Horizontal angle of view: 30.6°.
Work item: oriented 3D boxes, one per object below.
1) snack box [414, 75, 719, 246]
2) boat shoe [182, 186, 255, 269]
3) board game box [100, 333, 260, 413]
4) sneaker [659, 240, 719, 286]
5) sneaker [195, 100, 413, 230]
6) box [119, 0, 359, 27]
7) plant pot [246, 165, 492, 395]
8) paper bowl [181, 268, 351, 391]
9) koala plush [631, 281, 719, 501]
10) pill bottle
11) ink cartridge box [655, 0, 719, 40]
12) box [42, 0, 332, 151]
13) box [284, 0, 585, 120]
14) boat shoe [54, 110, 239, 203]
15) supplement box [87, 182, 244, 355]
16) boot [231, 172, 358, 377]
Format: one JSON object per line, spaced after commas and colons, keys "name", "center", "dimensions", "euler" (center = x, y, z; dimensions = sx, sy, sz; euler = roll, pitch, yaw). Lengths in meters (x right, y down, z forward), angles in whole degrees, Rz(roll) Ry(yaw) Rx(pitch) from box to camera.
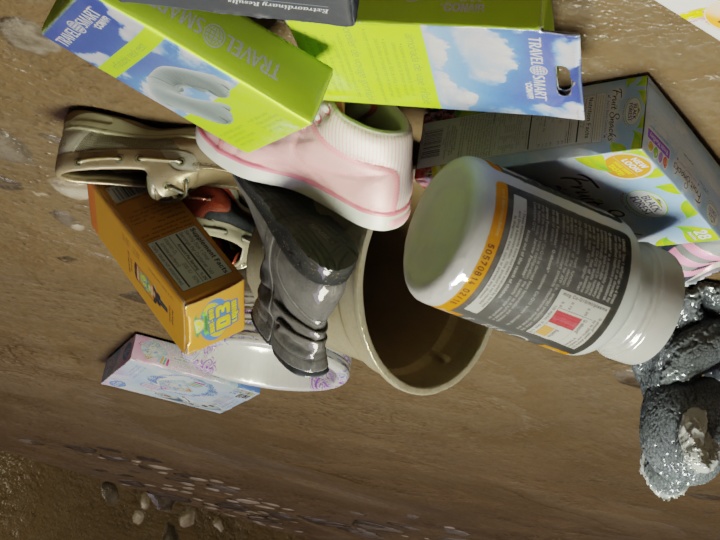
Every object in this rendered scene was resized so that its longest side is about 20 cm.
{"name": "snack box", "center": [0.170, -0.076, 1.059], "dimensions": [0.198, 0.069, 0.168], "euler": [-7, 154, 35]}
{"name": "boat shoe", "center": [-0.133, -0.035, 1.323], "dimensions": [0.070, 0.064, 0.200], "euler": [1, 161, 16]}
{"name": "board game box", "center": [-0.268, 0.157, 1.955], "dimensions": [0.196, 0.044, 0.200], "euler": [16, 160, -20]}
{"name": "sneaker", "center": [0.290, -0.037, 1.138], "dimensions": [0.082, 0.071, 0.199], "euler": [39, 146, -25]}
{"name": "sneaker", "center": [-0.042, -0.117, 1.054], "dimensions": [0.198, 0.075, 0.106], "euler": [25, 130, 19]}
{"name": "box", "center": [-0.071, -0.227, 0.685], "dimensions": [0.146, 0.106, 0.200], "euler": [7, 161, 5]}
{"name": "plant pot", "center": [0.000, 0.000, 1.201], "dimensions": [0.182, 0.203, 0.200], "euler": [6, 164, 42]}
{"name": "paper bowl", "center": [-0.103, 0.065, 1.527], "dimensions": [0.197, 0.106, 0.201], "euler": [8, 160, 3]}
{"name": "koala plush", "center": [0.336, 0.128, 1.353], "dimensions": [0.181, 0.203, 0.178], "euler": [10, 161, -3]}
{"name": "pill bottle", "center": [0.141, -0.002, 1.003], "dimensions": [0.198, 0.118, 0.116], "euler": [21, 158, -22]}
{"name": "ink cartridge box", "center": [0.217, -0.186, 0.720], "dimensions": [0.198, 0.069, 0.115], "euler": [21, 157, -31]}
{"name": "box", "center": [-0.130, -0.157, 0.905], "dimensions": [0.198, 0.048, 0.122], "euler": [29, 164, -21]}
{"name": "box", "center": [0.057, -0.156, 0.911], "dimensions": [0.197, 0.048, 0.122], "euler": [6, 161, 14]}
{"name": "boat shoe", "center": [-0.173, -0.090, 1.178], "dimensions": [0.197, 0.066, 0.072], "euler": [11, 161, -5]}
{"name": "supplement box", "center": [-0.178, -0.017, 1.191], "dimensions": [0.068, 0.200, 0.067], "euler": [-20, 140, -24]}
{"name": "boot", "center": [-0.074, -0.014, 1.114], "dimensions": [0.069, 0.201, 0.133], "euler": [-4, 132, -25]}
